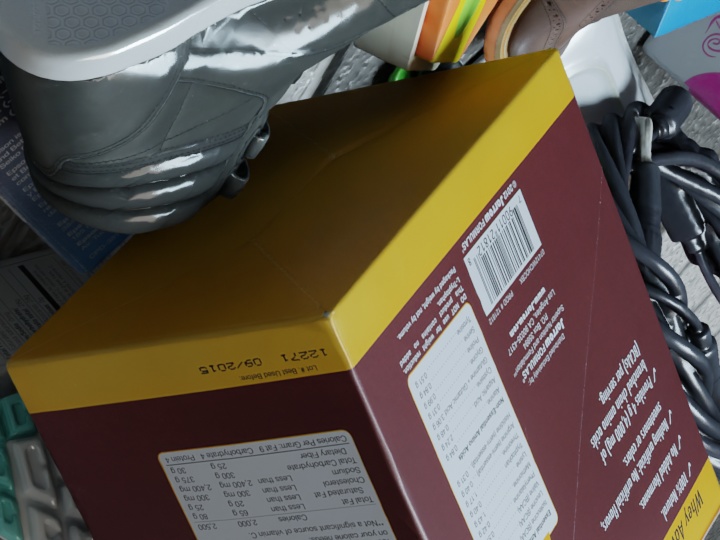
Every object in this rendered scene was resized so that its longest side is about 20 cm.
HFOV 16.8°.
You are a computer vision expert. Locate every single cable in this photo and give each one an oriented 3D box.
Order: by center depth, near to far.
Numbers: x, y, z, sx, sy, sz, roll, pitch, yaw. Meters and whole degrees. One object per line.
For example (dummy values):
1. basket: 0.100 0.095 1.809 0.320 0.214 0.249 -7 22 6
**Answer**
1. cable: 0.164 0.014 1.146 0.051 0.200 0.163 -18 -172 24

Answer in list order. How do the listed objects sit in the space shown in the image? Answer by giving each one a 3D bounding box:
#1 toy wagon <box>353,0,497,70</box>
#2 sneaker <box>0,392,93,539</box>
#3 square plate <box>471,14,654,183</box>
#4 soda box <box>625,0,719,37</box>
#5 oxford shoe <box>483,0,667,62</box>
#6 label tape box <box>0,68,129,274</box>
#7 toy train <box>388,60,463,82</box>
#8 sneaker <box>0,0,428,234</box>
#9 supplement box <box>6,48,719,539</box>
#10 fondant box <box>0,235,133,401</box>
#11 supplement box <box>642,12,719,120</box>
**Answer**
1. toy wagon: 0.053 -0.167 0.871 0.200 0.040 0.155 -64 173 9
2. sneaker: -0.089 0.098 0.950 0.200 0.078 0.091 15 148 -41
3. square plate: 0.065 -0.035 1.170 0.200 0.028 0.198 -42 154 -2
4. soda box: 0.151 -0.197 1.000 0.064 0.068 0.200 -25 149 -35
5. oxford shoe: 0.101 -0.122 0.990 0.200 0.073 0.071 119 -4 -69
6. label tape box: -0.091 -0.098 0.800 0.143 0.066 0.200 -43 153 -3
7. toy train: 0.000 0.000 1.045 0.200 0.042 0.056 -64 157 -8
8. sneaker: -0.029 -0.079 0.774 0.200 0.071 0.099 -24 150 -26
9. supplement box: 0.013 0.060 0.876 0.197 0.133 0.200 -49 123 -50
10. fondant box: -0.143 0.062 0.977 0.200 0.058 0.144 -16 144 -43
11. supplement box: 0.246 -0.152 1.172 0.103 0.101 0.200 -1 132 -56
